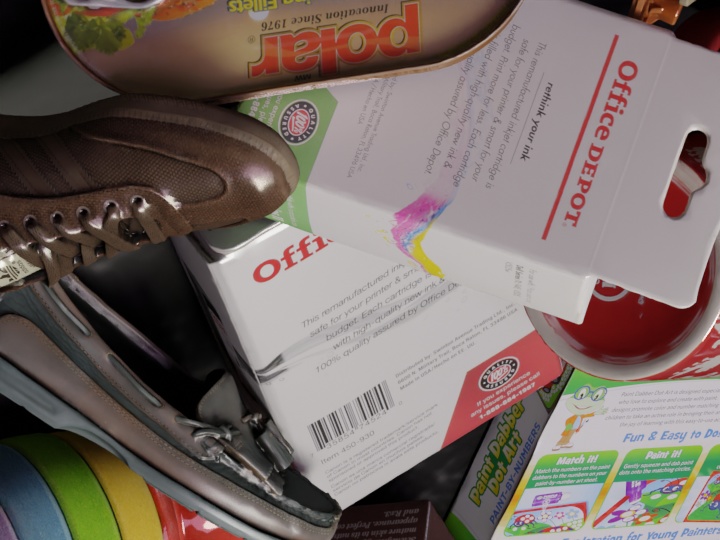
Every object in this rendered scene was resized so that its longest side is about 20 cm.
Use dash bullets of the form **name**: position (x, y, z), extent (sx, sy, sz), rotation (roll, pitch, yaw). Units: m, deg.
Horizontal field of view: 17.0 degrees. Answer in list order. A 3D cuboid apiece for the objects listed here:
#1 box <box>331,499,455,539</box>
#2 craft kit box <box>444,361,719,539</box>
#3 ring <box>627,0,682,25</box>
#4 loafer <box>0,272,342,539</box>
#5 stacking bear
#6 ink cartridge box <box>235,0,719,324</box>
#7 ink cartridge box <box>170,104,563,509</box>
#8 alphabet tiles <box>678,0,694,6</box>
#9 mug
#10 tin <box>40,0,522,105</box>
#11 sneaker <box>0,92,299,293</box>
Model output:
- **box**: position (0.020, 0.206, 1.306), extent (0.100, 0.075, 0.200), rotation (-6, 145, 19)
- **craft kit box**: position (0.158, 0.098, 1.356), extent (0.199, 0.049, 0.198), rotation (0, 129, -35)
- **ring**: position (0.158, -0.185, 1.018), extent (0.200, 0.019, 0.201), rotation (24, 90, -83)
- **loafer**: position (-0.086, 0.061, 1.080), extent (0.200, 0.072, 0.063), rotation (32, 98, -13)
- **stacking bear**: position (-0.132, 0.127, 1.134), extent (0.199, 0.121, 0.114), rotation (-18, 117, -34)
- **ink cartridge box**: position (0.056, -0.055, 0.992), extent (0.067, 0.199, 0.118), rotation (85, 26, -72)
- **ink cartridge box**: position (0.000, 0.000, 1.124), extent (0.146, 0.083, 0.200), rotation (-30, 138, -10)
- **alphabet tiles**: position (0.166, -0.199, 0.922), extent (0.200, 0.006, 0.167), rotation (-37, 141, -41)
- **mug**: position (0.156, -0.026, 1.155), extent (0.133, 0.178, 0.200), rotation (-33, 166, 29)
- **tin**: position (-0.027, -0.125, 0.949), extent (0.199, 0.113, 0.042), rotation (-8, 173, 4)
- **sneaker**: position (-0.122, -0.021, 0.949), extent (0.199, 0.076, 0.071), rotation (1, 151, 19)
